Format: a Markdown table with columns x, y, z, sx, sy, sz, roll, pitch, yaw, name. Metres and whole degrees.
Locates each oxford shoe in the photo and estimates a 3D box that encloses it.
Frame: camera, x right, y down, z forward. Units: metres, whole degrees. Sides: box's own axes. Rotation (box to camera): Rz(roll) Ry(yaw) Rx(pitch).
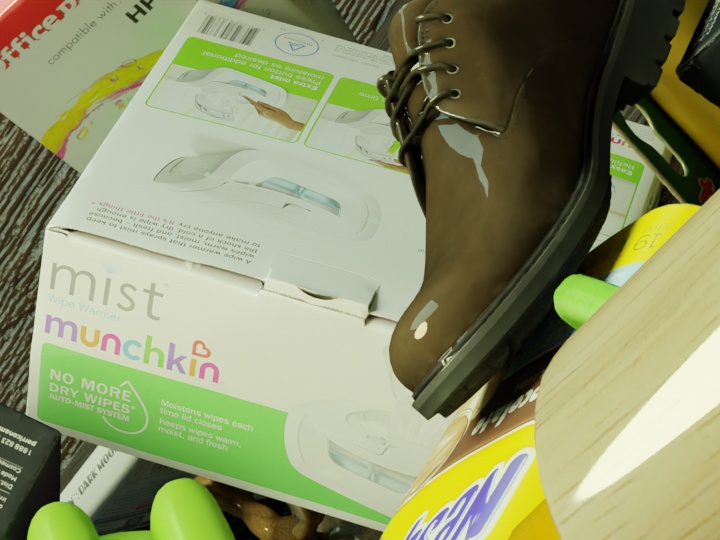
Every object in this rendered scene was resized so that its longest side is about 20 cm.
| x | y | z | sx | sy | sz | roll | pitch | yaw | name |
| --- | --- | --- | --- | --- | --- | --- | --- | --- | --- |
| 0.035 | -0.036 | 0.831 | 0.073 | 0.084 | 0.201 | -49 | 14 | 44 | oxford shoe |

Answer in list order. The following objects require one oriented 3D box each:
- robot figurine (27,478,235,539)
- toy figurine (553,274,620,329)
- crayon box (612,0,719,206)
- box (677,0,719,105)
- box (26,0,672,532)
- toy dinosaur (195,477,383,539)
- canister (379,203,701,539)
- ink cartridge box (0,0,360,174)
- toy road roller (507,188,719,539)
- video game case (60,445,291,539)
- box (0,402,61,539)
| x | y | z | sx | sy | sz | roll | pitch | yaw | name |
| --- | --- | --- | --- | --- | --- | --- | --- | --- | --- |
| -0.071 | 0.170 | 0.908 | 0.116 | 0.174 | 0.201 | -124 | 30 | -50 | robot figurine |
| 0.066 | 0.119 | 0.480 | 0.185 | 0.149 | 0.200 | -63 | -15 | 0 | toy figurine |
| 0.133 | -0.107 | 0.989 | 0.051 | 0.127 | 0.200 | -34 | 18 | 35 | crayon box |
| 0.198 | -0.141 | 0.881 | 0.141 | 0.079 | 0.201 | -42 | 14 | 50 | box |
| 0.000 | 0.000 | 1.007 | 0.177 | 0.199 | 0.097 | -66 | -11 | -53 | box |
| -0.018 | 0.103 | 1.130 | 0.061 | 0.106 | 0.200 | -61 | 15 | -6 | toy dinosaur |
| 0.052 | 0.090 | 0.784 | 0.201 | 0.086 | 0.148 | -57 | 8 | -31 | canister |
| -0.099 | -0.107 | 1.095 | 0.116 | 0.200 | 0.067 | -41 | 44 | 12 | ink cartridge box |
| 0.074 | 0.067 | 0.287 | 0.145 | 0.201 | 0.123 | -4 | -34 | -45 | toy road roller |
| -0.061 | 0.102 | 1.226 | 0.199 | 0.023 | 0.182 | -10 | -30 | -42 | video game case |
| -0.169 | 0.133 | 0.964 | 0.142 | 0.078 | 0.200 | -61 | -5 | -22 | box |
